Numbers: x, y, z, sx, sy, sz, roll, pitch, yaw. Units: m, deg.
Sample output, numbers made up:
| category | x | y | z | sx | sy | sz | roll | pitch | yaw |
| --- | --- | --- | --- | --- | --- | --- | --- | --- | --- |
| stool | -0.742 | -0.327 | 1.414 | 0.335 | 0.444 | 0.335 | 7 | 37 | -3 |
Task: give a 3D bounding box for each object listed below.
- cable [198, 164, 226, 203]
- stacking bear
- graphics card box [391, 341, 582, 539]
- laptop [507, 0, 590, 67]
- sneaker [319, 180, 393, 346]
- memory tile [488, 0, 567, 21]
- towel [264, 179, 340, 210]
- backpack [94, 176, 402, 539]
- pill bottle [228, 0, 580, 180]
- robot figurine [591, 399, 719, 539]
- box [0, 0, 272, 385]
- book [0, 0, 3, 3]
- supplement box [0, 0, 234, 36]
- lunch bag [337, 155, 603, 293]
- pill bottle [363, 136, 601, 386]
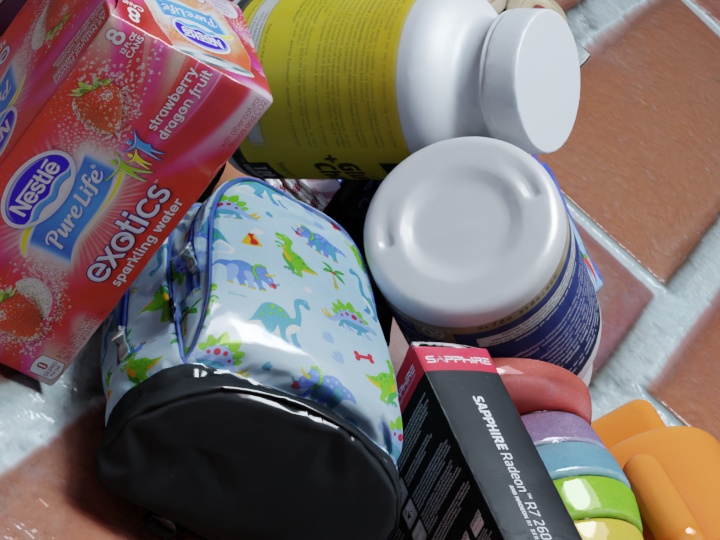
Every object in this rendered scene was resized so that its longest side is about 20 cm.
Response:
| category | x | y | z | sx | sy | sz | roll | pitch | yaw |
| --- | --- | --- | --- | --- | --- | --- | --- | --- | --- |
| cable | -0.113 | -0.053 | 1.516 | 0.050 | 0.097 | 0.200 | 28 | 20 | 0 |
| stacking bear | 0.104 | 0.162 | 1.455 | 0.114 | 0.121 | 0.200 | 1 | 53 | -30 |
| graphics card box | 0.057 | 0.148 | 1.370 | 0.051 | 0.126 | 0.200 | 4 | 39 | -27 |
| laptop | 0.043 | -0.164 | 1.933 | 0.177 | 0.200 | 0.103 | 45 | -14 | 7 |
| sneaker | 0.000 | 0.000 | 1.568 | 0.073 | 0.112 | 0.200 | 31 | 25 | -20 |
| memory tile | 0.066 | -0.148 | 1.917 | 0.153 | 0.017 | 0.200 | 24 | 51 | -9 |
| towel | -0.013 | -0.067 | 1.771 | 0.200 | 0.030 | 0.146 | 46 | 23 | 11 |
| backpack | -0.058 | 0.047 | 1.390 | 0.163 | 0.154 | 0.200 | 25 | 14 | -20 |
| pill bottle | 0.018 | -0.107 | 1.535 | 0.200 | 0.112 | 0.112 | 2 | 3 | 31 |
| robot figurine | 0.186 | 0.171 | 1.547 | 0.117 | 0.144 | 0.200 | -3 | 47 | -31 |
| box | -0.145 | -0.055 | 1.331 | 0.100 | 0.200 | 0.096 | 27 | 25 | -30 |
| book | -0.182 | -0.189 | 1.718 | 0.134 | 0.048 | 0.200 | 27 | 30 | -27 |
| supplement box | -0.114 | -0.167 | 1.629 | 0.110 | 0.086 | 0.200 | 49 | 39 | 0 |
| lunch bag | 0.083 | -0.029 | 1.738 | 0.200 | 0.094 | 0.151 | 53 | 19 | -3 |
| pill bottle | 0.076 | 0.017 | 1.515 | 0.111 | 0.111 | 0.200 | 55 | -3 | 29 |
